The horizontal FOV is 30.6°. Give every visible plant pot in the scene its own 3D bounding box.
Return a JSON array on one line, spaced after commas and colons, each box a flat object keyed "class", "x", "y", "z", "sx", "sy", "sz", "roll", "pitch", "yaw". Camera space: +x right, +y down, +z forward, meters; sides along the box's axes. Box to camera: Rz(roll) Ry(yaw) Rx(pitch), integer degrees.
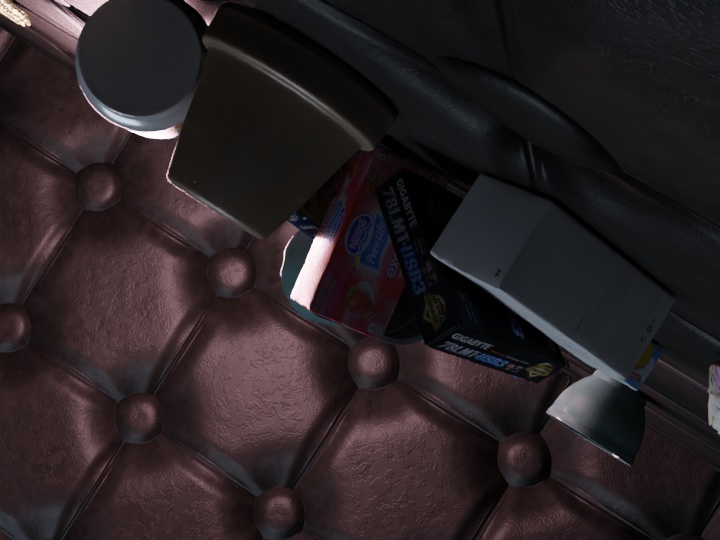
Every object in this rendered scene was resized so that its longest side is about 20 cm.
[{"class": "plant pot", "x": -0.093, "y": -0.130, "z": 1.269, "sx": 0.200, "sy": 0.175, "sz": 0.200, "roll": 31, "pitch": 179, "yaw": 1}, {"class": "plant pot", "x": 0.493, "y": 0.284, "z": 2.658, "sx": 0.200, "sy": 0.134, "sz": 0.200, "roll": 32, "pitch": 177, "yaw": 2}, {"class": "plant pot", "x": 0.000, "y": 0.000, "z": 1.847, "sx": 0.200, "sy": 0.200, "sz": 0.196, "roll": 34, "pitch": 161, "yaw": -31}]

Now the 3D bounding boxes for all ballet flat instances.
[{"class": "ballet flat", "x": 0.440, "y": 0.161, "z": 1.542, "sx": 0.069, "sy": 0.071, "sz": 0.200, "roll": 32, "pitch": 178, "yaw": 31}]

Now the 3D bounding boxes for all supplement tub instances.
[{"class": "supplement tub", "x": -0.218, "y": -0.214, "z": 1.386, "sx": 0.145, "sy": 0.145, "sz": 0.200, "roll": 32, "pitch": -179, "yaw": -3}]

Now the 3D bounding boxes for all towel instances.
[{"class": "towel", "x": -0.785, "y": -0.583, "z": 2.743, "sx": 0.148, "sy": 0.037, "sz": 0.200, "roll": 32, "pitch": 178, "yaw": 32}]

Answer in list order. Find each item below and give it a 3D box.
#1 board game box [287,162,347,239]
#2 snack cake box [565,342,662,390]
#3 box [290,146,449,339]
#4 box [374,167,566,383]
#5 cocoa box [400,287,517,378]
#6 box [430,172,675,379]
[{"class": "board game box", "x": -0.070, "y": -0.127, "z": 1.511, "sx": 0.035, "sy": 0.136, "sz": 0.200, "roll": 0, "pitch": 161, "yaw": 28}, {"class": "snack cake box", "x": 0.288, "y": 0.071, "z": 1.735, "sx": 0.200, "sy": 0.067, "sz": 0.115, "roll": 34, "pitch": 179, "yaw": -30}, {"class": "box", "x": 0.009, "y": -0.035, "z": 1.486, "sx": 0.095, "sy": 0.200, "sz": 0.100, "roll": 23, "pitch": -179, "yaw": -17}, {"class": "box", "x": 0.116, "y": 0.008, "z": 1.384, "sx": 0.198, "sy": 0.050, "sz": 0.200, "roll": 21, "pitch": -138, "yaw": -45}, {"class": "cocoa box", "x": 0.172, "y": 0.047, "z": 1.939, "sx": 0.200, "sy": 0.133, "sz": 0.131, "roll": 34, "pitch": 176, "yaw": -41}, {"class": "box", "x": 0.189, "y": 0.006, "z": 1.292, "sx": 0.200, "sy": 0.098, "sz": 0.124, "roll": 33, "pitch": 178, "yaw": -33}]
